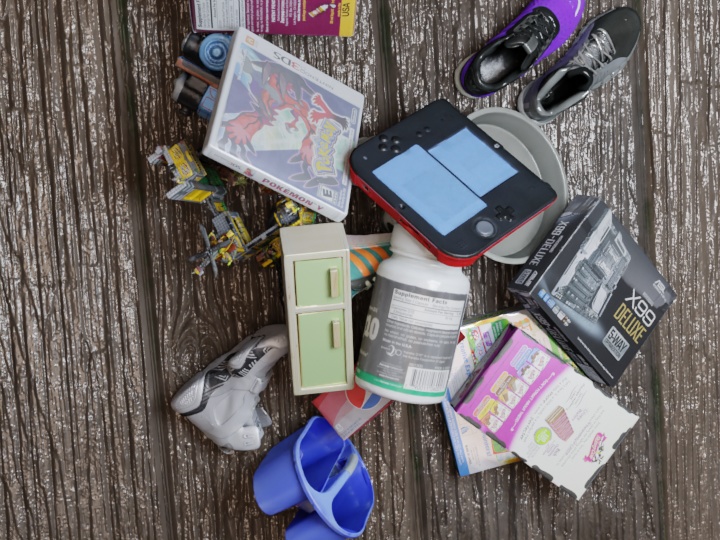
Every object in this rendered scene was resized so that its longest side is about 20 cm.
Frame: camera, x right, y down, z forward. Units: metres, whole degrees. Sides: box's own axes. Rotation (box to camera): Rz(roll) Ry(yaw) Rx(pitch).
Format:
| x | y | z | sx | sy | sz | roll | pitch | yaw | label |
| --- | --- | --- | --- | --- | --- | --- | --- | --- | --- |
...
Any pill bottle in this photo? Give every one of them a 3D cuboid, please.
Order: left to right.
| x | y | z | sx | sy | sz | roll | pitch | yaw | label |
| --- | --- | --- | --- | --- | --- | --- | --- | --- | --- |
| 0.066 | 0.050 | 1.350 | 0.113 | 0.113 | 0.200 | 12 | 96 | -5 | pill bottle |

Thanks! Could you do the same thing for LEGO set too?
| x | y | z | sx | sy | sz | roll | pitch | yaw | label |
| --- | --- | --- | --- | --- | --- | --- | --- | --- | --- |
| -0.156 | -0.101 | 1.333 | 0.154 | 0.116 | 0.200 | -25 | 80 | 21 | LEGO set |

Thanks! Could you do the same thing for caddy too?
| x | y | z | sx | sy | sz | roll | pitch | yaw | label |
| --- | --- | --- | --- | --- | --- | --- | --- | --- | --- |
| -0.047 | 0.267 | 1.428 | 0.105 | 0.200 | 0.141 | -34 | 96 | 17 | caddy |

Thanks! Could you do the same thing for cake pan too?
| x | y | z | sx | sy | sz | roll | pitch | yaw | label |
| --- | --- | --- | --- | --- | --- | --- | --- | --- | --- |
| 0.175 | -0.104 | 1.429 | 0.200 | 0.037 | 0.200 | 6 | 78 | -31 | cake pan |

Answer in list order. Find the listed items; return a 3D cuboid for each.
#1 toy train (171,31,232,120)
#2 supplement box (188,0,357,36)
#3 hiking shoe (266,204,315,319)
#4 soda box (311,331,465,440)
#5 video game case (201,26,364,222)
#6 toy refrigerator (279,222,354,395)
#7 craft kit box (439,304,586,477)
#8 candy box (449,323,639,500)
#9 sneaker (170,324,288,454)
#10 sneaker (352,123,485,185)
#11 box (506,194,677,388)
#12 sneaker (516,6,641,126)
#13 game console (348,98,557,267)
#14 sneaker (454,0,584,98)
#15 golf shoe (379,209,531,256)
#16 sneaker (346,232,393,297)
| x | y | z | sx | sy | sz | roll | pitch | yaw | label |
| --- | --- | --- | --- | --- | --- | --- | --- | --- | --- |
| -0.145 | -0.218 | 1.425 | 0.200 | 0.087 | 0.114 | 28 | 99 | -6 | toy train |
| -0.104 | -0.364 | 1.376 | 0.200 | 0.103 | 0.131 | 1 | 58 | -4 | supplement box |
| -0.071 | 0.010 | 1.442 | 0.076 | 0.101 | 0.200 | -16 | 96 | -3 | hiking shoe |
| 0.036 | 0.127 | 1.453 | 0.200 | 0.063 | 0.070 | -43 | 82 | 14 | soda box |
| -0.084 | -0.173 | 1.325 | 0.182 | 0.023 | 0.200 | 26 | 50 | -23 | video game case |
| -0.050 | 0.049 | 1.331 | 0.076 | 0.070 | 0.200 | -5 | 122 | -6 | toy refrigerator |
| 0.200 | 0.151 | 1.505 | 0.197 | 0.049 | 0.200 | -14 | 96 | 0 | craft kit box |
| 0.235 | 0.180 | 1.459 | 0.200 | 0.061 | 0.136 | 37 | 92 | -6 | candy box |
| -0.138 | 0.155 | 1.452 | 0.200 | 0.075 | 0.115 | -35 | 102 | 21 | sneaker |
| 0.068 | -0.149 | 1.440 | 0.200 | 0.092 | 0.076 | -16 | 95 | -5 | sneaker |
| 0.298 | 0.027 | 1.444 | 0.158 | 0.050 | 0.200 | -51 | 119 | -13 | box |
| 0.291 | -0.258 | 1.433 | 0.200 | 0.115 | 0.075 | -45 | 97 | 1 | sneaker |
| 0.104 | -0.106 | 1.319 | 0.177 | 0.031 | 0.200 | -36 | 67 | -25 | game console |
| 0.212 | -0.287 | 1.432 | 0.200 | 0.100 | 0.070 | -41 | 99 | 1 | sneaker |
| 0.127 | -0.055 | 1.454 | 0.200 | 0.094 | 0.078 | 1 | 94 | -6 | golf shoe |
| 0.000 | 0.000 | 1.407 | 0.200 | 0.071 | 0.080 | -1 | 73 | -18 | sneaker |
